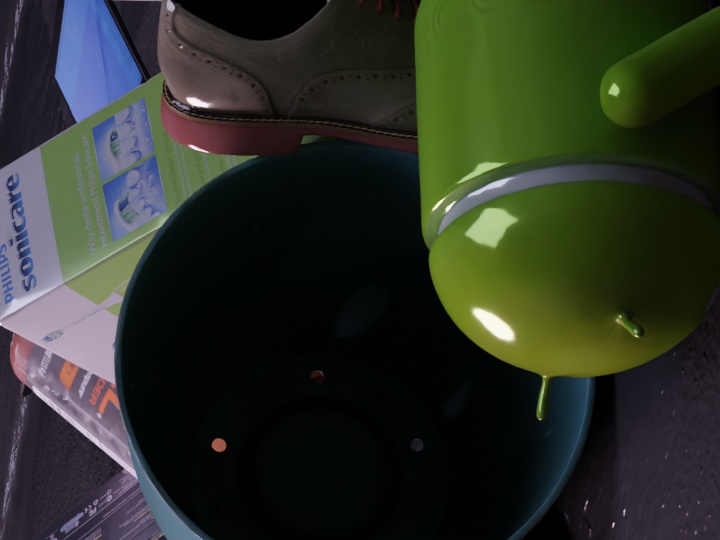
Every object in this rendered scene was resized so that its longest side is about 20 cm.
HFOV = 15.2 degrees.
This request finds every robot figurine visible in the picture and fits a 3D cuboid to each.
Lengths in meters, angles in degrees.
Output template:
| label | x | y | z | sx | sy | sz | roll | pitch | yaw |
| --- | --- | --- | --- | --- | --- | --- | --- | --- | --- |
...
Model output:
| label | x | y | z | sx | sy | sz | roll | pitch | yaw |
| --- | --- | --- | --- | --- | --- | --- | --- | --- | --- |
| robot figurine | 0.080 | -0.049 | 1.034 | 0.175 | 0.116 | 0.200 | 131 | 142 | -56 |

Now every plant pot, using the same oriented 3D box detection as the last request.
| label | x | y | z | sx | sy | sz | roll | pitch | yaw |
| --- | --- | --- | --- | --- | --- | --- | --- | --- | --- |
| plant pot | -0.009 | 0.067 | 1.185 | 0.161 | 0.200 | 0.201 | 105 | 166 | -67 |

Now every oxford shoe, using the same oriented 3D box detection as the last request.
| label | x | y | z | sx | sy | sz | roll | pitch | yaw |
| --- | --- | --- | --- | --- | --- | --- | --- | --- | --- |
| oxford shoe | 0.012 | -0.095 | 1.131 | 0.070 | 0.200 | 0.075 | -98 | 2 | -50 |

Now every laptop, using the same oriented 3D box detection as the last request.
| label | x | y | z | sx | sy | sz | roll | pitch | yaw |
| --- | --- | --- | --- | --- | --- | --- | --- | --- | --- |
| laptop | -0.178 | -0.059 | 1.541 | 0.200 | 0.103 | 0.177 | -60 | -4 | -25 |

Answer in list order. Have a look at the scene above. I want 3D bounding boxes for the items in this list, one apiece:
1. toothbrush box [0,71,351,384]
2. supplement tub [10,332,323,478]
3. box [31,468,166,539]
| label | x | y | z | sx | sy | sz | roll | pitch | yaw |
| --- | --- | --- | --- | --- | --- | --- | --- | --- | --- |
| toothbrush box | -0.057 | -0.027 | 1.275 | 0.200 | 0.146 | 0.086 | -30 | 54 | 22 |
| supplement tub | -0.082 | 0.071 | 1.426 | 0.107 | 0.200 | 0.107 | -46 | -20 | -21 |
| box | -0.111 | 0.175 | 1.559 | 0.200 | 0.048 | 0.158 | -39 | 36 | 19 |
